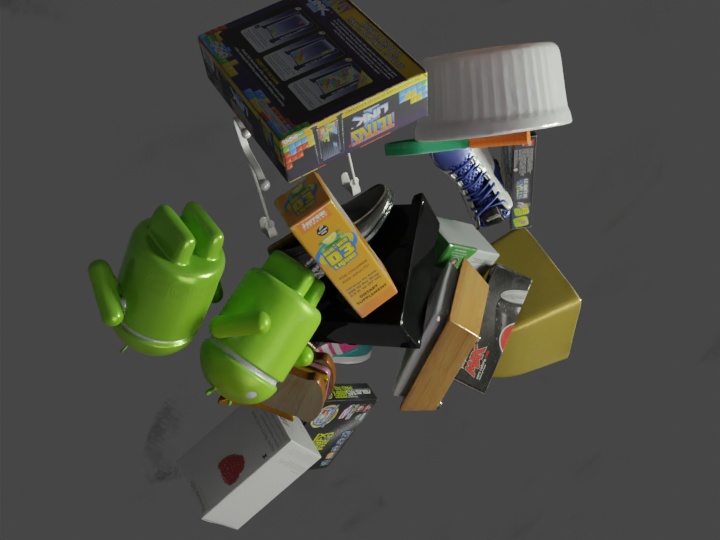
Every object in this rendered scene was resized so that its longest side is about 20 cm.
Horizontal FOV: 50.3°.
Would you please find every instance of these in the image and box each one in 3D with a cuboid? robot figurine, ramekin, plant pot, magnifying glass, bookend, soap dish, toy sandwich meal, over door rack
[{"bbox_3d":[-0.129,0.081,0.991,0.202,0.114,0.176,-57,156,-8],"label":"robot figurine"},{"bbox_3d":[0.160,-0.222,0.955,0.197,0.199,0.100,-15,104,-31],"label":"ramekin"},{"bbox_3d":[0.256,0.078,1.408,0.196,0.197,0.196,-23,144,-11],"label":"plant pot"},{"bbox_3d":[0.126,-0.169,1.019,0.079,0.195,0.023,-33,118,-65],"label":"magnifying glass"},{"bbox_3d":[0.000,0.000,1.128,0.195,0.203,0.092,0,156,24],"label":"bookend"},{"bbox_3d":[-0.234,0.018,0.925,0.174,0.116,0.202,-16,142,-49],"label":"robot figurine"},{"bbox_3d":[0.125,0.105,1.185,0.158,0.080,0.202,-66,180,-53],"label":"soap dish"},{"bbox_3d":[-0.136,0.157,1.136,0.199,0.071,0.208,5,134,5],"label":"toy sandwich meal"},{"bbox_3d":[-0.067,-0.132,0.956,0.146,0.067,0.202,-28,145,-15],"label":"over door rack"}]

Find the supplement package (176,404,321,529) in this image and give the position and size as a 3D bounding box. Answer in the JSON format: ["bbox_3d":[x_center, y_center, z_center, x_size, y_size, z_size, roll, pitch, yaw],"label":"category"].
[{"bbox_3d":[-0.191,0.324,1.313,0.199,0.122,0.120,-41,146,2],"label":"supplement package"}]

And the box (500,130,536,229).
[{"bbox_3d":[0.237,-0.170,1.163,0.034,0.112,0.202,-6,143,5],"label":"box"}]

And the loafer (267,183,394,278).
[{"bbox_3d":[-0.040,-0.057,1.065,0.199,0.073,0.073,-41,122,-1],"label":"loafer"}]

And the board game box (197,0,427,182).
[{"bbox_3d":[-0.051,-0.198,0.776,0.163,0.201,0.057,-26,143,-16],"label":"board game box"}]

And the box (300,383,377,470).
[{"bbox_3d":[-0.078,0.301,1.464,0.158,0.044,0.202,8,124,-48],"label":"box"}]

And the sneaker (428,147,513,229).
[{"bbox_3d":[0.176,-0.131,1.132,0.080,0.117,0.199,-30,149,19],"label":"sneaker"}]

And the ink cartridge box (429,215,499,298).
[{"bbox_3d":[0.116,0.017,1.286,0.145,0.083,0.202,8,125,-47],"label":"ink cartridge box"}]

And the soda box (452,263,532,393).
[{"bbox_3d":[0.211,0.096,1.265,0.063,0.069,0.204,70,43,-84],"label":"soda box"}]

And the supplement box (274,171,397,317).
[{"bbox_3d":[-0.028,-0.028,0.973,0.066,0.069,0.201,-34,132,5],"label":"supplement box"}]

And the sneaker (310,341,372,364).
[{"bbox_3d":[-0.058,0.093,1.212,0.196,0.084,0.123,-5,127,-30],"label":"sneaker"}]
